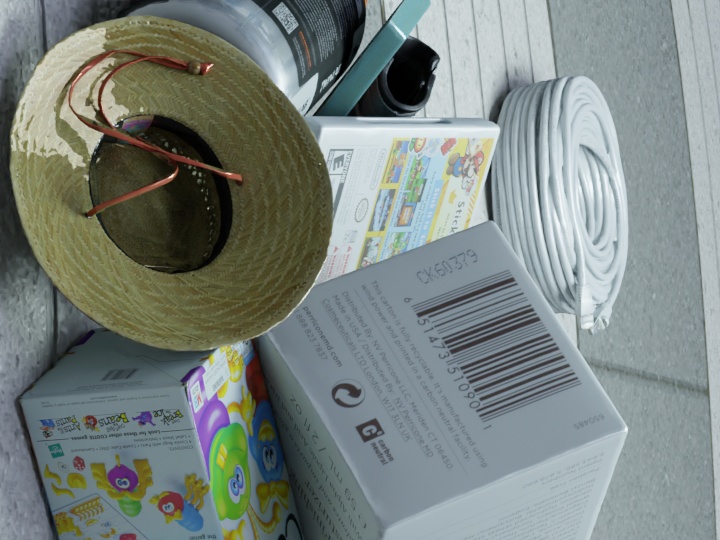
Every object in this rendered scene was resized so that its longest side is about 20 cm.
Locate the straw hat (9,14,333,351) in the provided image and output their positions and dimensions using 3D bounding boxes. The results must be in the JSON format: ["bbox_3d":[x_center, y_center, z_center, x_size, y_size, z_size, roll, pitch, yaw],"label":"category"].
[{"bbox_3d":[-0.119,-0.037,1.638,0.085,0.201,0.201,138,-41,-61],"label":"straw hat"}]

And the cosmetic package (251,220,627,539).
[{"bbox_3d":[0.034,0.110,1.698,0.165,0.165,0.200,58,-23,28],"label":"cosmetic package"}]

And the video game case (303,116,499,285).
[{"bbox_3d":[0.000,0.000,1.790,0.182,0.023,0.200,-3,114,-51],"label":"video game case"}]

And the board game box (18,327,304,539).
[{"bbox_3d":[-0.103,0.139,1.633,0.103,0.105,0.200,-49,130,-61],"label":"board game box"}]

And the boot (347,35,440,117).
[{"bbox_3d":[-0.005,-0.067,1.870,0.070,0.132,0.200,25,36,-16],"label":"boot"}]

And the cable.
[{"bbox_3d":[0.168,-0.061,2.380,0.200,0.069,0.200,-50,130,-61],"label":"cable"}]

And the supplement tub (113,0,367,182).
[{"bbox_3d":[-0.071,-0.144,1.755,0.200,0.122,0.123,-51,131,-58],"label":"supplement tub"}]

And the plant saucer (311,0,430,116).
[{"bbox_3d":[-0.019,-0.099,1.816,0.019,0.200,0.070,36,34,-3],"label":"plant saucer"}]
